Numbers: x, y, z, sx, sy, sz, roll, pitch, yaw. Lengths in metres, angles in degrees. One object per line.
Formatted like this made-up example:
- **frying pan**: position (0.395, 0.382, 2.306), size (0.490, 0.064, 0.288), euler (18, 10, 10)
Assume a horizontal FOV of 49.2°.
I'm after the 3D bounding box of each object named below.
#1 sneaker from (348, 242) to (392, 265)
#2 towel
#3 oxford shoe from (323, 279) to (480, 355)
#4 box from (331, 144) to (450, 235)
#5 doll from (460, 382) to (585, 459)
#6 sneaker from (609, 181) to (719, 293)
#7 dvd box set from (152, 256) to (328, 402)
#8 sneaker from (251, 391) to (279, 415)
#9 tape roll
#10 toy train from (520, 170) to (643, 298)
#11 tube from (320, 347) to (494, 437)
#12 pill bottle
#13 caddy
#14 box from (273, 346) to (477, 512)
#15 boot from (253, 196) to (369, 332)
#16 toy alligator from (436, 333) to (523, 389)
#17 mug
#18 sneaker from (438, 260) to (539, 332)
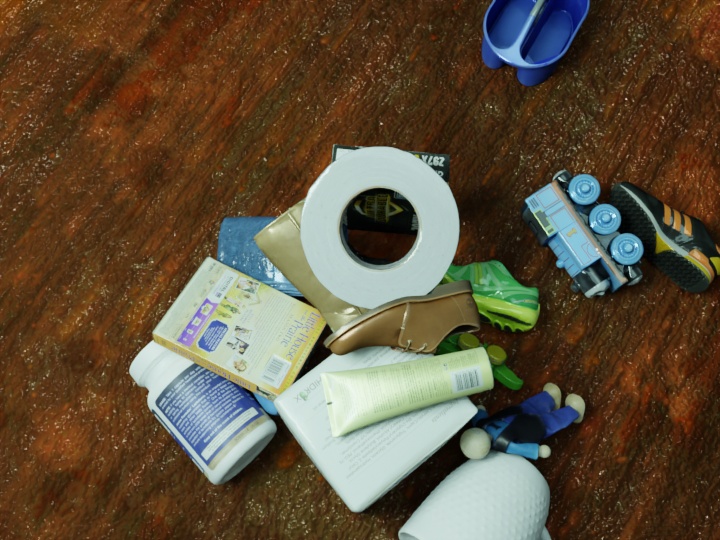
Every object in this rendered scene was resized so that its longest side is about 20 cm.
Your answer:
- **sneaker**: position (0.000, -0.001, 1.167), size (0.103, 0.060, 0.202), euler (-17, 80, -2)
- **towel**: position (-0.116, -0.021, 1.139), size (0.198, 0.048, 0.113), euler (3, 89, 20)
- **oxford shoe**: position (0.055, 0.071, 0.935), size (0.198, 0.071, 0.072), euler (-16, 75, -14)
- **box**: position (0.041, -0.109, 1.123), size (0.158, 0.200, 0.050), euler (4, 72, 1)
- **doll**: position (0.207, 0.207, 1.054), size (0.199, 0.136, 0.049), euler (-16, 116, -37)
- **sneaker**: position (0.463, -0.063, 1.181), size (0.090, 0.070, 0.200), euler (-34, 76, -24)
- **dvd box set**: position (-0.159, 0.079, 1.076), size (0.199, 0.029, 0.147), euler (24, 55, 6)
- **sneaker**: position (-0.169, 0.122, 1.104), size (0.078, 0.066, 0.201), euler (-11, 57, -31)
- **tape roll**: position (0.025, -0.054, 0.996), size (0.198, 0.066, 0.202), euler (0, 96, 2)
- **toy train**: position (0.329, -0.051, 1.166), size (0.114, 0.087, 0.201), euler (-32, 78, 1)
- **tube**: position (0.055, 0.136, 0.928), size (0.198, 0.052, 0.058), euler (-13, 31, -3)
- **pill bottle**: position (-0.219, 0.183, 1.084), size (0.116, 0.116, 0.200), euler (-42, 78, -11)
- **caddy**: position (0.277, -0.397, 1.252), size (0.141, 0.105, 0.201), euler (28, 76, 9)
- **box**: position (0.018, 0.192, 1.034), size (0.199, 0.199, 0.172), euler (-36, 76, -11)
- **boot**: position (-0.018, -0.017, 1.063), size (0.175, 0.066, 0.201), euler (-37, 93, -6)
- **toy alligator**: position (0.144, 0.112, 1.136), size (0.199, 0.060, 0.054), euler (24, 34, 8)
- **mug**: position (0.176, 0.345, 1.027), size (0.175, 0.147, 0.200), euler (-43, 100, -23)
- **sneaker**: position (0.170, 0.023, 1.158), size (0.199, 0.074, 0.084), euler (25, 55, 7)
